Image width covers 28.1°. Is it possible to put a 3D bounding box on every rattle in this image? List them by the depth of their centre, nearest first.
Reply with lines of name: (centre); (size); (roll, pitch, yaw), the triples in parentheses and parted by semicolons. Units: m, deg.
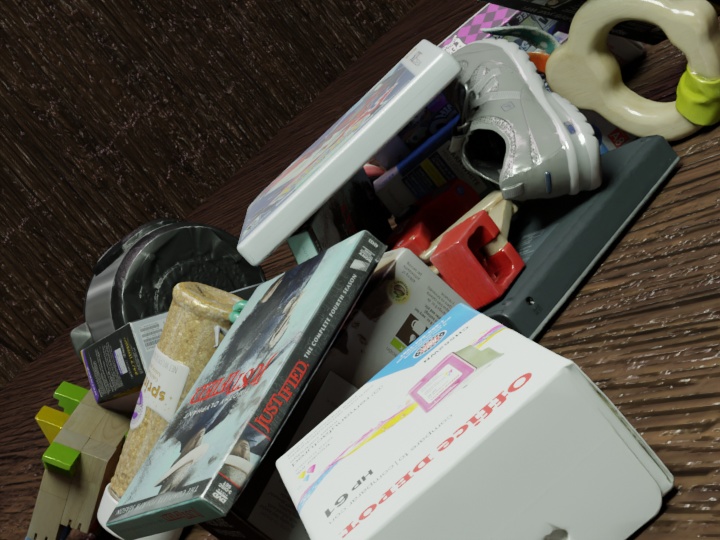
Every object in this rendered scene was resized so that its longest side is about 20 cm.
rattle: (0.205, -0.182, 1.097); (0.200, 0.130, 0.143); (5, 55, 45)

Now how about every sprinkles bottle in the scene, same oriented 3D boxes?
sprinkles bottle: (-0.142, 0.112, 1.112); (0.068, 0.068, 0.200); (-109, 38, -78)

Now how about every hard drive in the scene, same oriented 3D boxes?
hard drive: (0.127, -0.013, 1.027); (0.200, 0.033, 0.139); (-47, 13, -29)

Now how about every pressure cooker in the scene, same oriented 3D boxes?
pressure cooker: (-0.206, 0.044, 1.539); (0.200, 0.176, 0.179); (-15, 54, 66)

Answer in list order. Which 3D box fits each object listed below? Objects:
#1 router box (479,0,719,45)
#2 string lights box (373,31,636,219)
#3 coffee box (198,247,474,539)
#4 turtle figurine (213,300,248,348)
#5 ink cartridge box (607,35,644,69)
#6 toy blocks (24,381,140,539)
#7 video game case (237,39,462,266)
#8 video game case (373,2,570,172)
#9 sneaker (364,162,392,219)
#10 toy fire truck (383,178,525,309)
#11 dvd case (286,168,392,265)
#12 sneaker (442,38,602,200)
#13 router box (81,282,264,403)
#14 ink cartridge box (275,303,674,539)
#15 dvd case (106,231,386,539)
router box: (0.207, -0.232, 1.063); (0.200, 0.052, 0.157); (6, -16, -37)
string lights box: (0.119, -0.092, 1.179); (0.200, 0.103, 0.059); (-39, 10, 7)
coffee box: (-0.022, 0.090, 0.925); (0.200, 0.080, 0.113); (-55, 17, -21)
turtle figurine: (-0.048, 0.083, 1.086); (0.200, 0.100, 0.150); (-54, -23, -56)
ink cartridge box: (0.154, -0.188, 1.361); (0.200, 0.084, 0.145); (-37, -13, 18)
toy blocks: (-0.245, 0.184, 1.294); (0.200, 0.100, 0.137); (-68, -2, -68)
video game case: (-0.012, -0.094, 1.069); (0.200, 0.023, 0.182); (-44, 10, 6)
video game case: (0.110, -0.137, 1.240); (0.200, 0.181, 0.036); (-39, 51, 7)
sneaker: (-0.016, -0.042, 1.300); (0.074, 0.087, 0.200); (-26, -32, -25)
toy fire truck: (0.067, -0.020, 1.044); (0.141, 0.049, 0.200); (-32, 13, 34)
dvd case: (0.000, 0.000, 1.116); (0.022, 0.146, 0.200); (-19, 17, 18)
sneaker: (0.095, -0.111, 1.039); (0.082, 0.075, 0.200); (-18, 31, -13)
router box: (-0.125, 0.055, 1.250); (0.200, 0.052, 0.157); (-17, -4, -27)
ink cartridge box: (0.047, 0.102, 0.720); (0.144, 0.085, 0.200); (-41, 12, -4)
dvd case: (-0.071, 0.072, 0.883); (0.146, 0.022, 0.200); (-25, 30, 56)
